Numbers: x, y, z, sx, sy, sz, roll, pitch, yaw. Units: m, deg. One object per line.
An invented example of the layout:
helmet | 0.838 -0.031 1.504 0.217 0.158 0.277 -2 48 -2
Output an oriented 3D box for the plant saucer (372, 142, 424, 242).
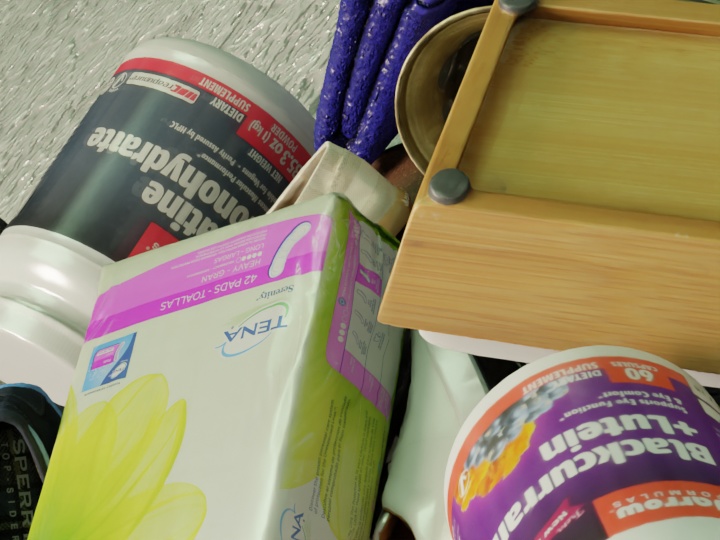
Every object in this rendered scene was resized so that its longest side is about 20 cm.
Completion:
plant saucer | 0.000 0.000 1.346 0.200 0.037 0.201 -39 24 21

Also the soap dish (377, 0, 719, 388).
soap dish | 0.120 -0.035 1.009 0.200 0.081 0.158 8 49 18

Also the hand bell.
hand bell | 0.082 -0.118 1.346 0.104 0.104 0.200 -38 13 23

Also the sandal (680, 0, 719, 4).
sandal | 0.167 -0.106 1.167 0.057 0.080 0.201 -34 23 -2

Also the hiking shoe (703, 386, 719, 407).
hiking shoe | 0.111 0.015 1.107 0.200 0.074 0.087 -111 35 -57

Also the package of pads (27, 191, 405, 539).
package of pads | -0.059 0.072 1.134 0.154 0.068 0.200 -16 48 35

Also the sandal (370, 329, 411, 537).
sandal | -0.014 0.101 1.189 0.075 0.048 0.201 3 65 34

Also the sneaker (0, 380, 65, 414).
sneaker | -0.106 0.083 1.251 0.202 0.146 0.077 -38 39 27

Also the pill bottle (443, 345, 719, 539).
pill bottle | 0.098 0.115 0.889 0.111 0.111 0.200 -44 23 11

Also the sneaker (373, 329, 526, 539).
sneaker | 0.033 0.077 1.114 0.085 0.073 0.200 -39 26 16

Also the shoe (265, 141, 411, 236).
shoe | -0.062 0.015 1.318 0.200 0.053 0.070 -43 23 12

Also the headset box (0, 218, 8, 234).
headset box | -0.249 0.057 1.490 0.093 0.200 0.174 -14 41 53

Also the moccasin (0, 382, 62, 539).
moccasin | -0.152 0.153 1.181 0.080 0.200 0.068 -15 3 1

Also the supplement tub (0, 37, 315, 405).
supplement tub | -0.115 -0.014 1.437 0.140 0.140 0.200 -6 47 58

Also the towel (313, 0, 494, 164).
towel | 0.047 -0.147 1.375 0.200 0.049 0.148 -51 -18 -42
